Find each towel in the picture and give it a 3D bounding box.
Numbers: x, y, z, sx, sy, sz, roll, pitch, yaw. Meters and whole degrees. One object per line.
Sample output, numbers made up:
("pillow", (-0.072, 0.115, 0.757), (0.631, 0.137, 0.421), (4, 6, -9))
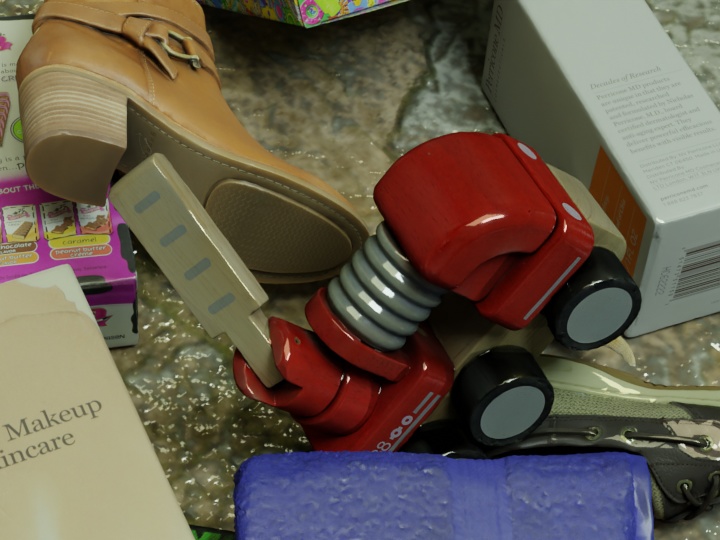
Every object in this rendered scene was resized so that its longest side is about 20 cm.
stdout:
("towel", (0.041, 0.151, 0.867), (0.199, 0.050, 0.148), (2, 50, -5))

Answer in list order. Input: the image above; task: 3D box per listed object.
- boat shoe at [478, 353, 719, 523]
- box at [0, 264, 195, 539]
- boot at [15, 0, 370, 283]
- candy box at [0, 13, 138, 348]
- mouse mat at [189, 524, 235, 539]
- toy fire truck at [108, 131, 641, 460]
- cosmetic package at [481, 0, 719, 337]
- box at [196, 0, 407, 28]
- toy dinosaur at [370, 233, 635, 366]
("boat shoe", (0.154, 0.094, 0.954), (0.199, 0.073, 0.065), (9, 60, 18))
("box", (-0.143, 0.103, 0.905), (0.094, 0.078, 0.200), (-19, 55, -17))
("boot", (-0.088, -0.080, 1.026), (0.199, 0.077, 0.156), (15, 40, -18))
("candy box", (-0.199, -0.047, 1.037), (0.135, 0.061, 0.201), (-6, 53, -11))
("mouse mat", (-0.120, 0.198, 0.885), (0.160, 0.008, 0.201), (8, 50, 2))
("toy fire truck", (0.000, 0.000, 0.903), (0.199, 0.176, 0.129), (22, 26, -41))
("cosmetic package", (0.141, -0.075, 1.063), (0.071, 0.102, 0.201), (-15, 53, -15))
("box", (0.006, -0.230, 1.109), (0.199, 0.123, 0.192), (-20, 18, -20))
("toy dinosaur", (0.072, -0.003, 1.042), (0.199, 0.058, 0.101), (19, 67, 20))
